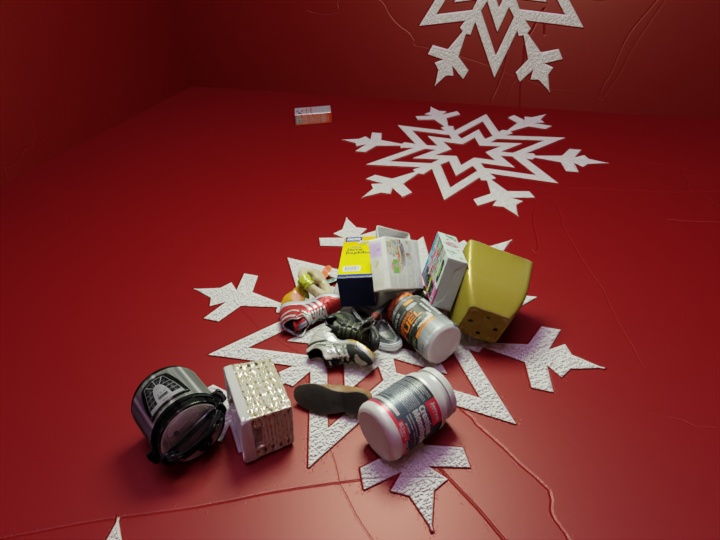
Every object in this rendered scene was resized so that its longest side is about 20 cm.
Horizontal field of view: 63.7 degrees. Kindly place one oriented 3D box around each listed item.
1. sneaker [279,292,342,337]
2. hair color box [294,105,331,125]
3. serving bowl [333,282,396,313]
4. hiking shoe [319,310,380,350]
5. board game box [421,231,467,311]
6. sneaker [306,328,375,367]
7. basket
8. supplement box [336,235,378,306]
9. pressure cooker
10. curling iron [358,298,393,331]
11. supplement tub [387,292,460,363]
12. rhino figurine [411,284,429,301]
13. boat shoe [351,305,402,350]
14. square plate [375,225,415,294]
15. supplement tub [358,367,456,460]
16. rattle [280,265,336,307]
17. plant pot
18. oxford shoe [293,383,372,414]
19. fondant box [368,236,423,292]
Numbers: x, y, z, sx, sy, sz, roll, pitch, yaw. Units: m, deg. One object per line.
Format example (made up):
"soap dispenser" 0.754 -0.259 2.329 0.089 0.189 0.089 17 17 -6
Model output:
"sneaker" -0.139 0.130 1.685 0.197 0.072 0.113 -12 30 2
"hair color box" -0.258 -0.843 3.154 0.197 0.065 0.111 -4 35 -4
"serving bowl" 0.010 0.055 1.788 0.197 0.066 0.201 -3 34 2
"hiking shoe" -0.030 0.173 1.592 0.100 0.077 0.199 -6 19 -37
"board game box" 0.234 -0.002 1.631 0.064 0.149 0.200 15 22 -7
"sneaker" -0.055 0.229 1.546 0.198 0.076 0.088 13 52 30
"basket" -0.238 0.319 1.359 0.122 0.137 0.200 -11 34 -19
"supplement box" 0.000 0.000 1.710 0.108 0.110 0.201 -2 38 8
"pressure cooker" -0.404 0.332 1.317 0.177 0.178 0.199 3 22 -45
"curling iron" 0.050 0.121 1.590 0.049 0.026 0.200 -34 -1 31
"supplement tub" 0.168 0.150 1.580 0.122 0.124 0.200 -22 38 -26
"rhino figurine" 0.198 0.079 1.740 0.199 0.060 0.087 -26 36 -27
"boat shoe" 0.042 0.153 1.635 0.071 0.068 0.200 -24 39 -28
"square plate" 0.102 -0.024 1.736 0.028 0.201 0.199 -10 -9 33
"supplement tub" 0.107 0.321 1.314 0.199 0.142 0.140 -26 40 -30
"rattle" -0.156 0.064 1.825 0.129 0.144 0.200 25 15 -1
"plant pot" 0.341 0.077 1.588 0.192 0.196 0.201 19 48 -1
"oxford shoe" -0.067 0.312 1.429 0.197 0.072 0.071 5 6 13
"fondant box" 0.104 -0.015 1.657 0.058 0.146 0.199 -10 -6 31
